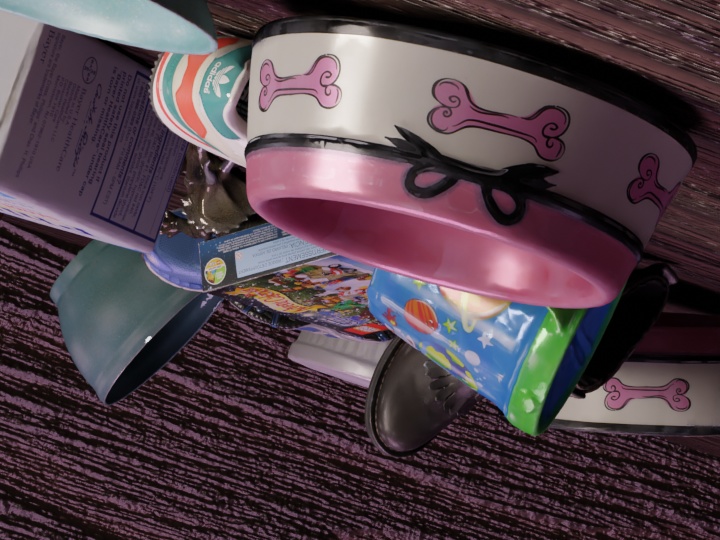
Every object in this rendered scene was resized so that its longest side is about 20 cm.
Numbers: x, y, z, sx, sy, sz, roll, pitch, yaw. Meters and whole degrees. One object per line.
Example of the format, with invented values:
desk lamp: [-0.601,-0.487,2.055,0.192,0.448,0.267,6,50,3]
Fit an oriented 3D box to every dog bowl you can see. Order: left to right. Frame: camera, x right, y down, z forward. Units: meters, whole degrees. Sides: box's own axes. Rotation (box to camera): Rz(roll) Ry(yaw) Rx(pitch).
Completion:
dog bowl: [0.040,-0.042,1.142,0.200,0.074,0.200,16,171,3]
dog bowl: [0.197,0.069,1.839,0.200,0.074,0.200,2,-176,0]

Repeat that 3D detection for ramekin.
ramekin: [0.032,0.081,2.812,0.202,0.094,0.202,18,175,1]

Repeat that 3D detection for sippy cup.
sippy cup: [0.079,0.011,1.571,0.130,0.140,0.178,27,133,13]

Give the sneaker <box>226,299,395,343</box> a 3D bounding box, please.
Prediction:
sneaker: [-0.056,0.033,2.674,0.200,0.076,0.077,19,171,-6]

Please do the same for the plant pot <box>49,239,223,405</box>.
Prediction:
plant pot: [-0.257,0.032,2.897,0.134,0.200,0.200,44,179,7]

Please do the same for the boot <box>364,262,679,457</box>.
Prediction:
boot: [0.102,0.056,1.720,0.069,0.200,0.174,46,171,-23]

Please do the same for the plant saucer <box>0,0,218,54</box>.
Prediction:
plant saucer: [-0.150,-0.140,1.110,0.200,0.036,0.200,17,176,1]

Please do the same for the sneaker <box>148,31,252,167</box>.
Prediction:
sneaker: [-0.004,-0.060,1.295,0.200,0.070,0.093,23,180,-26]

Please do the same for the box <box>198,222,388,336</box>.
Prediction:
box: [0.000,0.000,1.843,0.136,0.038,0.200,-16,161,30]

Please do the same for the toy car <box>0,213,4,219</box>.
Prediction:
toy car: [-0.308,-0.024,1.767,0.158,0.200,0.164,17,-140,13]

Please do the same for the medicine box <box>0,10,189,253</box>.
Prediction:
medicine box: [-0.224,-0.096,1.529,0.182,0.103,0.200,16,175,26]

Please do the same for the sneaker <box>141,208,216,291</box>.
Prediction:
sneaker: [-0.096,-0.015,2.327,0.200,0.079,0.089,10,171,-14]

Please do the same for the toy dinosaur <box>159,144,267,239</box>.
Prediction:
toy dinosaur: [-0.076,-0.038,1.858,0.200,0.077,0.102,26,178,-44]
